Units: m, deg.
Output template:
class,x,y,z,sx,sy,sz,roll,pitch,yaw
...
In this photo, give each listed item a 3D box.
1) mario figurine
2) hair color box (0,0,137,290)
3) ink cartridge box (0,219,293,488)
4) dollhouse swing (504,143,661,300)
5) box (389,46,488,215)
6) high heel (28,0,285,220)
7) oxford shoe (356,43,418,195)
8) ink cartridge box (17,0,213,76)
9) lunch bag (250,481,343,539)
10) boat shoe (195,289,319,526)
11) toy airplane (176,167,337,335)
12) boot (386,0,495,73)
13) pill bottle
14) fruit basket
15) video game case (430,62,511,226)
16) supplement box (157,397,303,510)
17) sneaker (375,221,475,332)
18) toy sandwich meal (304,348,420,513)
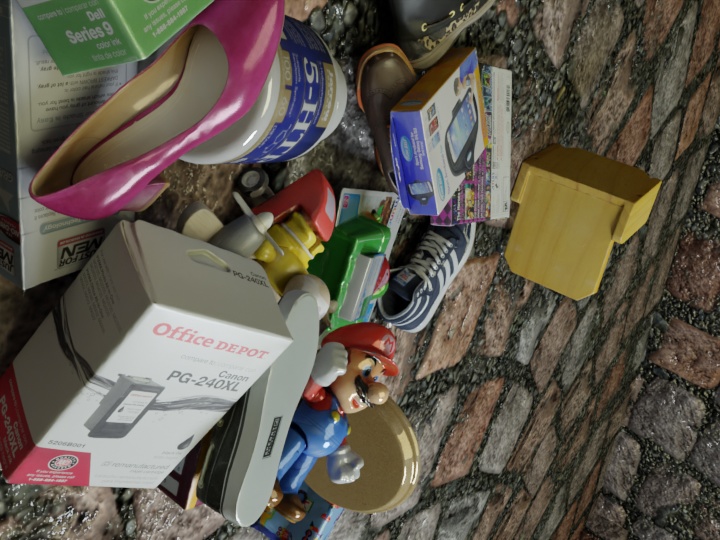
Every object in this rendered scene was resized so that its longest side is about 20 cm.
class,x,y,z,sx,sy,sz,roll,pitch,yaw
mario figurine,-0.022,0.142,0.780,0.202,0.105,0.124,-56,180,-13
hair color box,-0.210,-0.101,0.568,0.098,0.060,0.204,-24,130,-49
ink cartridge box,-0.170,0.074,0.639,0.200,0.084,0.144,-46,143,20
dollhouse swing,0.361,-0.081,1.372,0.181,0.197,0.179,-30,134,-46
box,0.088,-0.151,0.902,0.201,0.041,0.121,-55,140,-47
high heel,-0.128,-0.112,0.523,0.200,0.068,0.096,-43,167,20
oxford shoe,0.044,-0.157,0.906,0.070,0.074,0.202,-20,141,1
ink cartridge box,-0.154,-0.240,0.466,0.146,0.086,0.202,-53,130,-36
lunch bag,-0.053,0.309,1.119,0.152,0.093,0.201,-58,162,-14
boat shoe,-0.092,0.109,0.699,0.070,0.063,0.204,20,88,-63
toy airplane,-0.094,0.017,0.762,0.198,0.139,0.203,-20,129,-52
boot,0.087,-0.330,0.877,0.201,0.073,0.151,-50,150,-14
pill bottle,-0.083,-0.148,0.662,0.200,0.118,0.122,-24,133,-70
fruit basket,0.000,0.000,0.954,0.199,0.092,0.189,-1,112,-62
video game case,0.147,-0.165,1.072,0.180,0.035,0.205,-12,104,-56
supplement box,-0.132,0.152,0.828,0.198,0.109,0.087,-3,114,-57
sneaker,0.087,-0.012,1.108,0.108,0.069,0.203,16,100,-62
toy sandwich meal,-0.012,0.190,0.975,0.070,0.201,0.209,-38,142,-55
